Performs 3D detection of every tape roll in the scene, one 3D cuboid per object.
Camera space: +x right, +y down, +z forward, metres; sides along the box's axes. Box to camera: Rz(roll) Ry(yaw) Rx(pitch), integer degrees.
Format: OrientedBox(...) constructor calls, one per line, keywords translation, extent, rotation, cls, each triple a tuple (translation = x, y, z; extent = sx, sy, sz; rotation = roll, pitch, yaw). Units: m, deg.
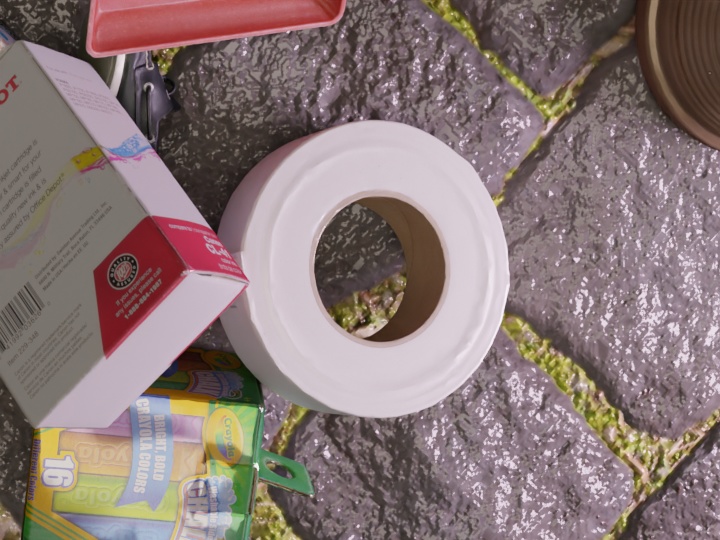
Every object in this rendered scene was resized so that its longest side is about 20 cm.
OrientedBox(translation=(0.000, 0.000, 1.115), extent=(0.200, 0.071, 0.205), rotation=(1, 88, -23), cls="tape roll")

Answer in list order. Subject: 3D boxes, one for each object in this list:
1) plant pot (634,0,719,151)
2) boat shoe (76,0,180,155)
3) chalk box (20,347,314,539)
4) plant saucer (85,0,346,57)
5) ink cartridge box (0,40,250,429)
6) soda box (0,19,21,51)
OrientedBox(translation=(0.303, -0.174, 1.142), extent=(0.198, 0.093, 0.203), rotation=(-2, 103, -9), cls="plant pot")
OrientedBox(translation=(-0.156, -0.106, 1.105), extent=(0.066, 0.074, 0.202), rotation=(4, 88, -31), cls="boat shoe")
OrientedBox(translation=(-0.130, 0.127, 1.131), extent=(0.198, 0.124, 0.125), rotation=(6, 102, -10), cls="chalk box")
OrientedBox(translation=(-0.084, -0.243, 1.037), extent=(0.198, 0.037, 0.201), rotation=(-14, 134, -32), cls="plant saucer")
OrientedBox(translation=(-0.187, -0.021, 1.020), extent=(0.148, 0.085, 0.201), rotation=(-43, 67, 16), cls="ink cartridge box")
OrientedBox(translation=(-0.306, -0.091, 1.089), extent=(0.200, 0.064, 0.068), rotation=(-45, 105, 3), cls="soda box")
